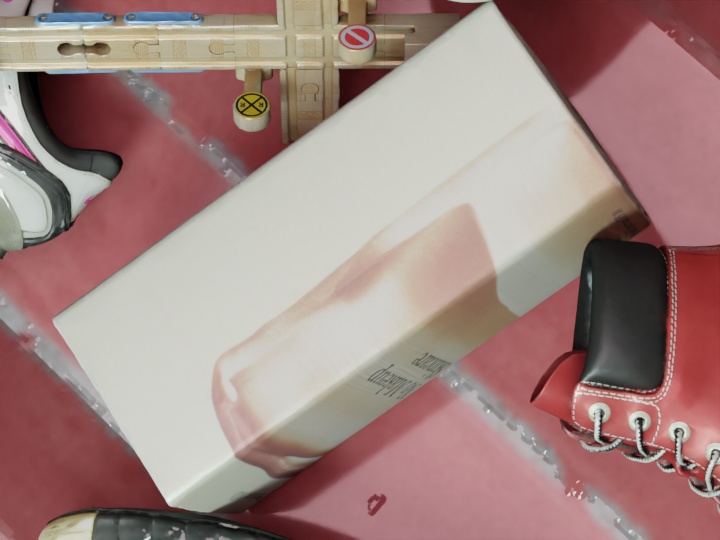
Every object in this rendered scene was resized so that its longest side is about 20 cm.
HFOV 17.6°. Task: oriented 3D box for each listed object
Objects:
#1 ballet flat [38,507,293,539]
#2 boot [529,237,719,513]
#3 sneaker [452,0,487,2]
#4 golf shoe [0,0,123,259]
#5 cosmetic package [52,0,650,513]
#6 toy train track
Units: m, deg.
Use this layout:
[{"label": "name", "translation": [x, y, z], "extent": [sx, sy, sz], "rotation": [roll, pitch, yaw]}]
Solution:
[{"label": "ballet flat", "translation": [-0.031, 0.132, 0.878], "extent": [0.199, 0.066, 0.057], "rotation": [14, 71, 12]}, {"label": "boot", "translation": [0.134, 0.084, 0.826], "extent": [0.144, 0.072, 0.201], "rotation": [-3, 76, -9]}, {"label": "sneaker", "translation": [0.085, -0.156, 0.865], "extent": [0.199, 0.084, 0.075], "rotation": [-16, 117, -25]}, {"label": "golf shoe", "translation": [-0.169, -0.101, 0.937], "extent": [0.092, 0.073, 0.200], "rotation": [-27, 89, 0]}, {"label": "cosmetic package", "translation": [0.000, 0.000, 0.870], "extent": [0.200, 0.103, 0.087], "rotation": [-35, 77, 8]}, {"label": "toy train track", "translation": [-0.062, -0.077, 0.875], "extent": [0.199, 0.115, 0.033], "rotation": [0, 50, 1]}]
